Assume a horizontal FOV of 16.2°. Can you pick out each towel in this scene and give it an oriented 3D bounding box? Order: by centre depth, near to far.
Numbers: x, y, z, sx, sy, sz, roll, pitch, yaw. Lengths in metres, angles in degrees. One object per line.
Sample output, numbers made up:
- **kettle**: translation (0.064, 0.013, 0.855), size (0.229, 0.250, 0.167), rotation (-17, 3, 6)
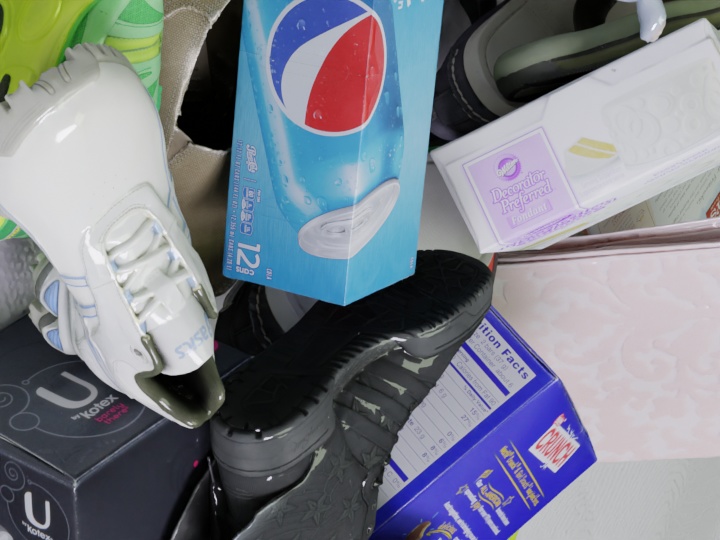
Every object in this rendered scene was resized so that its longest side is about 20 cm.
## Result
- **towel**: translation (0.172, 0.043, 1.474), size (0.200, 0.191, 0.032), rotation (73, 18, -49)

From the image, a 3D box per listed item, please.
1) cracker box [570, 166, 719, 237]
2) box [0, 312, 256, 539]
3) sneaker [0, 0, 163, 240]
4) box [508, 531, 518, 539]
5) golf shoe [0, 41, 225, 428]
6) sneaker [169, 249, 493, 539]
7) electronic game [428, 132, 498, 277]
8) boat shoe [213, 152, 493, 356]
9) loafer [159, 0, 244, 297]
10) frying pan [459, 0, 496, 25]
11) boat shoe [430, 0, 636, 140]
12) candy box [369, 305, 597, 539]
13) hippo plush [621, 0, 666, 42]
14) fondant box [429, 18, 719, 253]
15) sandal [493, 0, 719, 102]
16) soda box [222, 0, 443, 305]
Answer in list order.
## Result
- **cracker box**: translation (0.154, -0.062, 1.486), size (0.134, 0.058, 0.200), rotation (-54, 147, -19)
- **box**: translation (-0.121, 0.127, 1.125), size (0.122, 0.106, 0.200), rotation (-36, 137, -43)
- **sneaker**: translation (-0.114, -0.100, 1.022), size (0.200, 0.074, 0.084), rotation (-58, 155, 7)
- **box**: translation (0.017, 0.218, 1.468), size (0.122, 0.048, 0.200), rotation (21, 91, -60)
- **golf shoe**: translation (-0.087, -0.009, 0.983), size (0.078, 0.097, 0.200), rotation (-39, 155, -15)
- **sneaker**: translation (-0.014, 0.076, 1.106), size (0.200, 0.060, 0.104), rotation (-35, 136, -38)
- **electronic game**: translation (0.012, 0.021, 1.330), size (0.200, 0.042, 0.200), rotation (-35, 137, -42)
- **boat shoe**: translation (0.000, 0.000, 1.221), size (0.074, 0.060, 0.200), rotation (57, 35, -4)
- **loafer**: translation (-0.074, -0.060, 1.110), size (0.076, 0.067, 0.200), rotation (-45, 143, -33)
- **frying pan**: translation (0.075, -0.171, 1.309), size (0.115, 0.031, 0.190), rotation (-45, 148, -29)
- **boat shoe**: translation (0.097, -0.122, 1.321), size (0.063, 0.073, 0.200), rotation (-32, -177, 42)
- **candy box**: translation (0.016, 0.116, 1.280), size (0.200, 0.077, 0.169), rotation (-39, 158, -3)
- **hippo plush**: translation (0.093, -0.193, 1.158), size (0.200, 0.161, 0.160), rotation (-30, 115, -24)
- **fondant box**: translation (0.126, -0.063, 1.258), size (0.144, 0.058, 0.200), rotation (-26, 175, 11)
- **sandal**: translation (0.136, -0.131, 1.255), size (0.201, 0.080, 0.057), rotation (-20, 84, -49)
- **soda box**: translation (-0.009, -0.092, 1.070), size (0.068, 0.064, 0.200), rotation (-24, 123, -59)
